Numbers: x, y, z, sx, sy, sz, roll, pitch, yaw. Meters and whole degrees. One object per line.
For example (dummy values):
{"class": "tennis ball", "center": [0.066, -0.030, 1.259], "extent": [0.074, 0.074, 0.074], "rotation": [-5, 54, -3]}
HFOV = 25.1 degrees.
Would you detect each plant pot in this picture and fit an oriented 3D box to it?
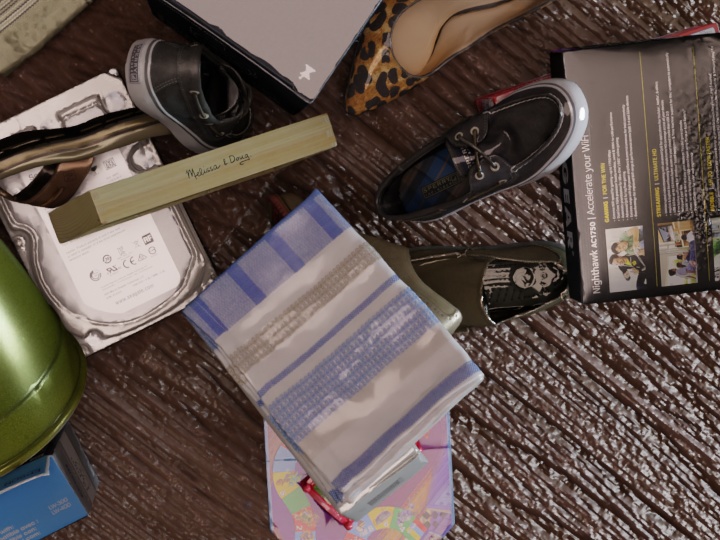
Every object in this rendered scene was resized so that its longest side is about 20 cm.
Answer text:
{"class": "plant pot", "center": [-0.326, 0.030, 1.180], "extent": [0.199, 0.201, 0.194], "rotation": [-20, 127, -4]}

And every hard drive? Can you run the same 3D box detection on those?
{"class": "hard drive", "center": [-0.214, -0.044, 1.306], "extent": [0.139, 0.038, 0.201], "rotation": [-25, 95, -4]}

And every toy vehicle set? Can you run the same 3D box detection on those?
{"class": "toy vehicle set", "center": [-0.129, -0.070, 1.236], "extent": [0.199, 0.124, 0.027], "rotation": [-21, 93, -26]}

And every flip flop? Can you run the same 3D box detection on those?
{"class": "flip flop", "center": [-0.231, -0.081, 1.252], "extent": [0.199, 0.081, 0.058], "rotation": [-17, 109, -10]}

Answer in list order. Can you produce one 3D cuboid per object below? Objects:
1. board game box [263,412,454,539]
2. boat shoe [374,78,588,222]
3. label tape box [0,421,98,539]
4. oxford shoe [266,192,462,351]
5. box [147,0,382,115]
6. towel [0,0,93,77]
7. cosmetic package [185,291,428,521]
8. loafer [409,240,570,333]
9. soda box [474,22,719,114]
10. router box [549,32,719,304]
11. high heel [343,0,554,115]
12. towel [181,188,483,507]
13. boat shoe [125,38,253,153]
{"class": "board game box", "center": [0.000, 0.154, 1.336], "extent": [0.157, 0.039, 0.201], "rotation": [-3, 93, -6]}
{"class": "boat shoe", "center": [0.087, -0.089, 1.263], "extent": [0.199, 0.066, 0.070], "rotation": [-24, 86, 40]}
{"class": "label tape box", "center": [-0.281, 0.186, 1.230], "extent": [0.143, 0.200, 0.066], "rotation": [-26, 98, -3]}
{"class": "oxford shoe", "center": [0.000, 0.000, 1.289], "extent": [0.075, 0.071, 0.200], "rotation": [-33, 61, -20]}
{"class": "box", "center": [-0.075, -0.206, 1.228], "extent": [0.148, 0.200, 0.107], "rotation": [35, 90, -7]}
{"class": "towel", "center": [-0.278, -0.287, 1.293], "extent": [0.200, 0.035, 0.193], "rotation": [-41, 99, -4]}
{"class": "cosmetic package", "center": [-0.041, 0.094, 1.267], "extent": [0.081, 0.113, 0.200], "rotation": [-38, 79, -2]}
{"class": "loafer", "center": [0.084, 0.013, 1.322], "extent": [0.199, 0.070, 0.076], "rotation": [-13, 94, -5]}
{"class": "soda box", "center": [0.199, -0.142, 1.324], "extent": [0.199, 0.070, 0.064], "rotation": [-18, 98, -5]}
{"class": "router box", "center": [0.233, -0.081, 1.272], "extent": [0.148, 0.051, 0.201], "rotation": [-6, 97, -5]}
{"class": "high heel", "center": [0.074, -0.189, 1.270], "extent": [0.200, 0.142, 0.071], "rotation": [-50, 123, -3]}
{"class": "towel", "center": [-0.022, 0.055, 1.205], "extent": [0.147, 0.024, 0.200], "rotation": [-41, 77, -4]}
{"class": "boat shoe", "center": [-0.115, -0.130, 1.228], "extent": [0.056, 0.200, 0.069], "rotation": [0, 85, 16]}
